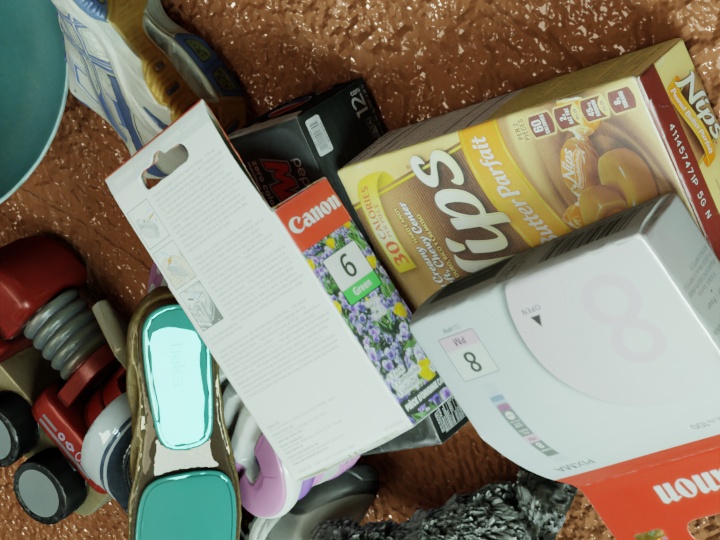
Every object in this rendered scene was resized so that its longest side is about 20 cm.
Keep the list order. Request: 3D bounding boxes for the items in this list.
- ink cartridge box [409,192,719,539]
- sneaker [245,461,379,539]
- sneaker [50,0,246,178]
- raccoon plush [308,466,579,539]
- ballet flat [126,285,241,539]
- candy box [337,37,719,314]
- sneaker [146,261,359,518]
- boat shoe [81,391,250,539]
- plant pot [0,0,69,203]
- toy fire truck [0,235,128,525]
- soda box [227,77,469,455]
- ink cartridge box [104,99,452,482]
[{"bbox_3d":[0.138,0.074,0.887,0.162,0.057,0.201,-24,100,45],"label":"ink cartridge box"},{"bbox_3d":[-0.043,0.201,1.123,0.079,0.074,0.201,46,113,32],"label":"sneaker"},{"bbox_3d":[-0.153,-0.140,1.048,0.088,0.075,0.201,-26,96,46],"label":"sneaker"},{"bbox_3d":[0.045,0.135,1.029,0.133,0.097,0.201,22,101,7],"label":"raccoon plush"},{"bbox_3d":[-0.108,0.106,1.048,0.072,0.067,0.201,-147,52,-75],"label":"ballet flat"},{"bbox_3d":[0.094,-0.032,0.918,0.199,0.055,0.116,-15,106,43],"label":"candy box"},{"bbox_3d":[-0.061,0.056,1.091,0.201,0.088,0.081,57,143,30],"label":"sneaker"},{"bbox_3d":[-0.109,0.146,1.146,0.091,0.071,0.201,38,164,24],"label":"boat shoe"},{"bbox_3d":[-0.295,-0.135,1.108,0.135,0.199,0.201,31,136,55],"label":"plant pot"},{"bbox_3d":[-0.190,0.049,1.167,0.176,0.129,0.200,49,127,6],"label":"toy fire truck"},{"bbox_3d":[0.000,0.000,1.012,0.071,0.063,0.201,-13,105,43],"label":"soda box"},{"bbox_3d":[-0.044,0.007,0.973,0.109,0.050,0.201,-30,93,46],"label":"ink cartridge box"}]
